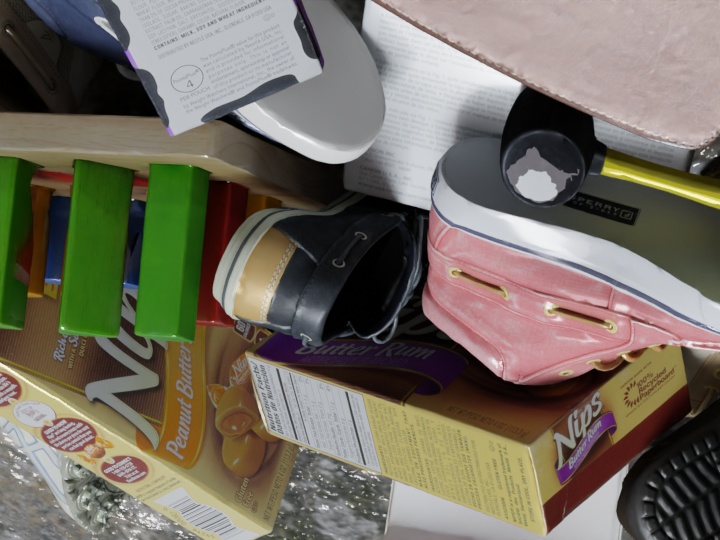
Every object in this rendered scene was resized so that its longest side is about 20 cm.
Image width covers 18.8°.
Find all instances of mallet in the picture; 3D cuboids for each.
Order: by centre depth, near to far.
[{"bbox_3d":[0.157,-0.039,0.962,0.198,0.066,0.041,13,117,-6],"label":"mallet"}]

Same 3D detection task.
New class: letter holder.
[{"bbox_3d":[0.061,-0.124,0.879,0.199,0.101,0.142,27,132,-9],"label":"letter holder"}]

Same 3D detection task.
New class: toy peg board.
[{"bbox_3d":[-0.124,-0.012,1.078,0.198,0.099,0.199,4,174,21],"label":"toy peg board"}]

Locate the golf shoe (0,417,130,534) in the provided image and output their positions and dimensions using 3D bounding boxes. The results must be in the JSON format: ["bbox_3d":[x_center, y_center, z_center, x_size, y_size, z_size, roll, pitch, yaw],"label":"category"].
[{"bbox_3d":[-0.196,0.083,1.363,0.097,0.078,0.201,20,144,29],"label":"golf shoe"}]

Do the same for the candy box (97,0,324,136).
[{"bbox_3d":[-0.094,-0.183,0.831,0.071,0.168,0.201,-23,134,3],"label":"candy box"}]

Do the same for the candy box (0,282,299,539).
[{"bbox_3d":[-0.124,0.060,1.238,0.199,0.116,0.055,35,142,-22],"label":"candy box"}]

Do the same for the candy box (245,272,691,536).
[{"bbox_3d":[0.052,0.055,1.088,0.199,0.116,0.057,17,131,44],"label":"candy box"}]

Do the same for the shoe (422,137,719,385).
[{"bbox_3d":[0.122,0.012,0.993,0.198,0.072,0.092,20,133,13],"label":"shoe"}]

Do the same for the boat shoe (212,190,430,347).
[{"bbox_3d":[0.000,0.000,1.051,0.062,0.200,0.075,27,105,19],"label":"boat shoe"}]

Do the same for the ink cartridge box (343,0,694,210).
[{"bbox_3d":[0.083,-0.107,0.989,0.161,0.057,0.201,14,125,8],"label":"ink cartridge box"}]

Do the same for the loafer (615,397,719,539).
[{"bbox_3d":[0.204,0.079,1.085,0.074,0.199,0.071,69,159,-4],"label":"loafer"}]

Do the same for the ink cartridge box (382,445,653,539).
[{"bbox_3d":[0.092,0.149,1.176,0.127,0.127,0.200,7,176,17],"label":"ink cartridge box"}]

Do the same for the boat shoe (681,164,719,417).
[{"bbox_3d":[0.181,0.013,1.077,0.069,0.074,0.200,12,148,-12],"label":"boat shoe"}]

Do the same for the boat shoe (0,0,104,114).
[{"bbox_3d":[-0.212,-0.139,1.049,0.200,0.065,0.072,38,142,-26],"label":"boat shoe"}]

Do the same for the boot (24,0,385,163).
[{"bbox_3d":[-0.079,-0.113,1.006,0.200,0.073,0.090,43,150,0],"label":"boot"}]
